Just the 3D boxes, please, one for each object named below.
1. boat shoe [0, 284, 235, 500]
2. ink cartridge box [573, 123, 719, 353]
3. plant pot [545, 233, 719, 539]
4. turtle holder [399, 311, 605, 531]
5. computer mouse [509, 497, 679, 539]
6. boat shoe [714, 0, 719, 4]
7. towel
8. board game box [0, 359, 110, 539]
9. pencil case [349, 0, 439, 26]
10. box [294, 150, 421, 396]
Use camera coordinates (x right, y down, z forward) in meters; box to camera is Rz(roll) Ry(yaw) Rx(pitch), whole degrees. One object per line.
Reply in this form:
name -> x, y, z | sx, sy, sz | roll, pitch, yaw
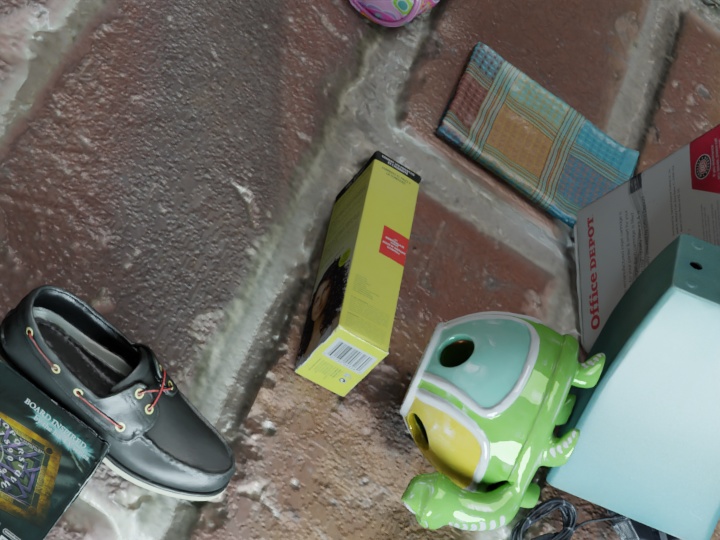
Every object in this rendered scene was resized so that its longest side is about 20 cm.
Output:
boat shoe -> -0.168, 0.090, 1.376 | 0.201, 0.063, 0.074 | 39, 41, -7
ink cartridge box -> 0.283, -0.017, 1.686 | 0.083, 0.200, 0.146 | 17, 59, -30
plant pot -> 0.259, 0.085, 1.560 | 0.141, 0.200, 0.141 | 22, 33, 1
turtle holder -> 0.096, 0.120, 1.517 | 0.131, 0.141, 0.186 | 24, 84, 1
computer mouse -> 0.198, 0.207, 1.589 | 0.199, 0.034, 0.059 | -5, 77, -34
boat shoe -> 0.405, -0.376, 2.176 | 0.074, 0.062, 0.201 | 20, 49, -26
towel -> 0.172, -0.119, 1.827 | 0.200, 0.022, 0.147 | 35, 43, -10
board game box -> -0.280, 0.105, 1.302 | 0.200, 0.028, 0.135 | 39, 42, -4
pencil case -> 0.066, -0.303, 1.846 | 0.087, 0.087, 0.200 | 46, 43, 3
box -> 0.000, 0.000, 1.564 | 0.050, 0.075, 0.200 | 29, 44, -16
